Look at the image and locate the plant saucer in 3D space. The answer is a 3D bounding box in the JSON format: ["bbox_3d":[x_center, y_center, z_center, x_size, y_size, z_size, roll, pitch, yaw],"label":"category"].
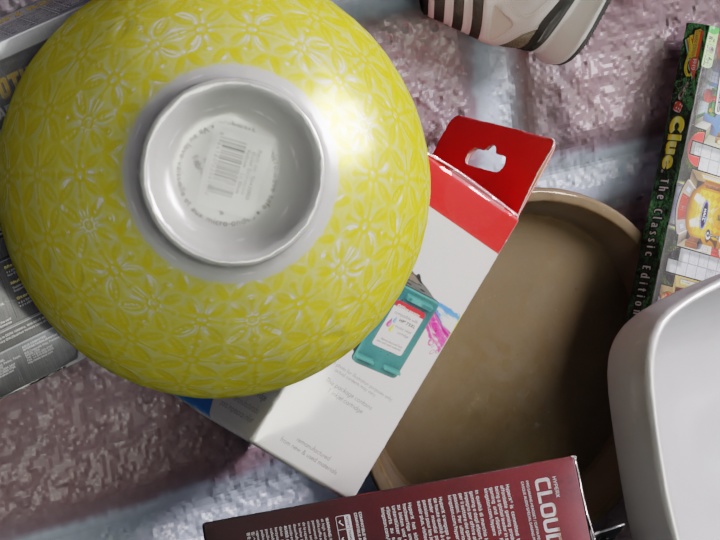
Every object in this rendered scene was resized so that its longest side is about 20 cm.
[{"bbox_3d":[0.081,0.053,1.336,0.199,0.029,0.201,-6,104,-26],"label":"plant saucer"}]

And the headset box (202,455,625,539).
[{"bbox_3d":[0.030,0.150,1.223,0.199,0.149,0.075,-10,76,-2],"label":"headset box"}]

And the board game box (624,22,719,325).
[{"bbox_3d":[0.197,-0.024,1.361,0.105,0.023,0.201,13,88,-40],"label":"board game box"}]

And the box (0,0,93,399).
[{"bbox_3d":[-0.161,-0.033,1.182,0.200,0.048,0.159,-27,111,-19],"label":"box"}]

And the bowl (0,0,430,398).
[{"bbox_3d":[-0.060,-0.041,1.107,0.199,0.108,0.201,0,89,-8],"label":"bowl"}]

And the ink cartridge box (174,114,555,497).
[{"bbox_3d":[0.000,0.000,1.233,0.067,0.116,0.200,33,85,-27],"label":"ink cartridge box"}]

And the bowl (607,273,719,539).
[{"bbox_3d":[0.211,0.091,1.314,0.199,0.075,0.201,-16,99,-33],"label":"bowl"}]

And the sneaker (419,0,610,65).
[{"bbox_3d":[0.087,-0.191,1.226,0.115,0.076,0.201,10,128,-24],"label":"sneaker"}]
